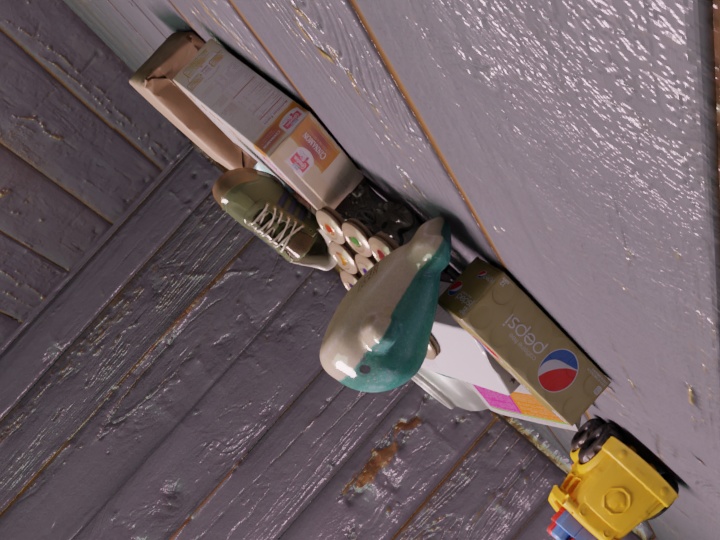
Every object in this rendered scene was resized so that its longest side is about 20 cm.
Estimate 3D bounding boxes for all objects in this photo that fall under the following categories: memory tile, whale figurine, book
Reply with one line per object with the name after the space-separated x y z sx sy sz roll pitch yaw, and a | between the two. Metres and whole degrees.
0.019 0.017 1.259 0.153 0.017 0.200 29 151 44 | memory tile
0.043 0.042 1.098 0.104 0.200 0.159 35 -159 -8 | whale figurine
0.216 0.159 1.421 0.133 0.048 0.200 5 159 22 | book

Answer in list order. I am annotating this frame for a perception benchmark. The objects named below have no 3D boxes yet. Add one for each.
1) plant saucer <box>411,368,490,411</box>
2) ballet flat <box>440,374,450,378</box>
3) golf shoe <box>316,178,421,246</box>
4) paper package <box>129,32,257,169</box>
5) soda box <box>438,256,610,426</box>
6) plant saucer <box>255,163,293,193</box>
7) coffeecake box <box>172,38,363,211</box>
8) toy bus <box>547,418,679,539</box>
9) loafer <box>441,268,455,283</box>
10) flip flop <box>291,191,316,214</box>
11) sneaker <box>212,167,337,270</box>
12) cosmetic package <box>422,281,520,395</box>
0.112 0.157 1.591 0.200 0.050 0.200 38 174 4 | plant saucer
0.091 0.098 1.448 0.200 0.075 0.068 17 -136 -14 | ballet flat
0.019 -0.055 1.304 0.097 0.078 0.200 37 -178 -39 | golf shoe
-0.218 -0.236 1.491 0.191 0.103 0.200 44 176 -22 | paper package
0.175 0.077 1.131 0.200 0.068 0.064 43 178 -27 | soda box
-0.117 -0.113 1.609 0.200 0.036 0.200 161 90 -74 | plant saucer
-0.110 -0.170 1.274 0.200 0.073 0.154 41 177 34 | coffeecake box
0.334 0.326 1.512 0.136 0.192 0.200 41 179 1 | toy bus
0.109 0.025 1.414 0.200 0.063 0.072 45 165 18 | loafer
-0.078 -0.079 1.452 0.200 0.058 0.081 -42 72 48 | flip flop
-0.091 -0.055 1.287 0.090 0.067 0.200 50 -169 32 | sneaker
0.120 0.075 1.277 0.200 0.074 0.102 11 138 58 | cosmetic package
